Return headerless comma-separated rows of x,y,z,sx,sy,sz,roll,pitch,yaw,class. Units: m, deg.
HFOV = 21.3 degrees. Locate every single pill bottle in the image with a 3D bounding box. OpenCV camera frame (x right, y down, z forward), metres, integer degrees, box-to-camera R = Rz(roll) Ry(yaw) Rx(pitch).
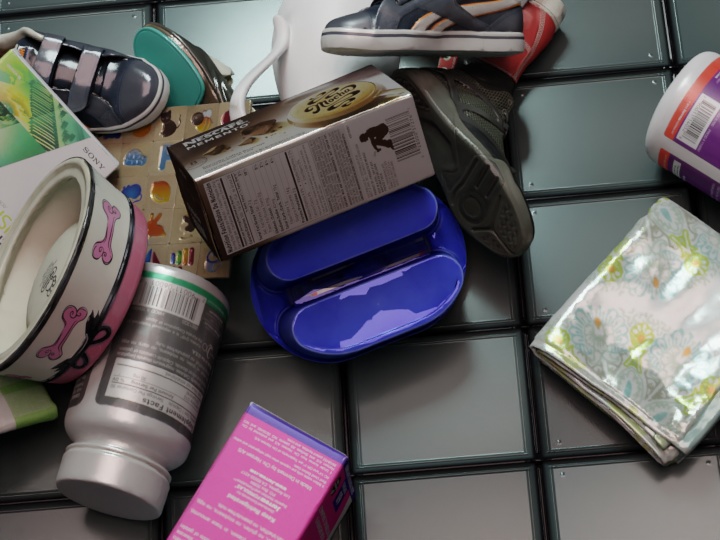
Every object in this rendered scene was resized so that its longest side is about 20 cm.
0.360,-0.101,1.699,0.199,0.113,0.113,34,72,17,pill bottle
-0.190,0.104,1.649,0.112,0.113,0.202,11,67,10,pill bottle

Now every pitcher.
-0.043,-0.182,1.744,0.121,0.171,0.202,-17,60,43,pitcher

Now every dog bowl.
-0.255,0.008,1.647,0.073,0.200,0.202,27,64,-27,dog bowl

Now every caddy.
0.000,0.000,1.688,0.198,0.105,0.143,-21,91,-5,caddy

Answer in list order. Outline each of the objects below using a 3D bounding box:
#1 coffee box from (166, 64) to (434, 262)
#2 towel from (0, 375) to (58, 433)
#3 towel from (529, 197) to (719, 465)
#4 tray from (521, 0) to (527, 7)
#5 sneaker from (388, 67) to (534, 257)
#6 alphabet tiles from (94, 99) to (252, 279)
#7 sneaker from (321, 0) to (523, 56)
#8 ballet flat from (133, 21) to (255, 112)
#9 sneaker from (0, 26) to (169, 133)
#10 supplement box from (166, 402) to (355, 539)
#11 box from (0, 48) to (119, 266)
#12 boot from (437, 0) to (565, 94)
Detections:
-0.053,-0.093,1.624,0.199,0.080,0.113,-22,24,-9,coffee box
-0.380,0.107,1.662,0.198,0.031,0.150,-13,47,-25,towel
0.270,0.051,1.672,0.171,0.048,0.200,39,74,19,towel
0.069,-0.299,1.785,0.199,0.022,0.108,35,82,14,tray
0.113,-0.105,1.713,0.114,0.076,0.200,-15,62,-43,sneaker
-0.195,-0.070,1.745,0.198,0.008,0.169,-2,71,26,alphabet tiles
0.053,-0.228,1.688,0.198,0.078,0.080,-5,95,-30,sneaker
-0.136,-0.151,1.790,0.068,0.068,0.201,-20,69,-51,ballet flat
-0.276,-0.177,1.775,0.198,0.079,0.079,7,76,27,sneaker
-0.097,0.231,1.591,0.103,0.101,0.201,27,71,15,supplement box
-0.338,-0.081,1.731,0.200,0.036,0.144,-43,101,-2,box
0.075,-0.238,1.809,0.199,0.073,0.145,31,73,13,boot
